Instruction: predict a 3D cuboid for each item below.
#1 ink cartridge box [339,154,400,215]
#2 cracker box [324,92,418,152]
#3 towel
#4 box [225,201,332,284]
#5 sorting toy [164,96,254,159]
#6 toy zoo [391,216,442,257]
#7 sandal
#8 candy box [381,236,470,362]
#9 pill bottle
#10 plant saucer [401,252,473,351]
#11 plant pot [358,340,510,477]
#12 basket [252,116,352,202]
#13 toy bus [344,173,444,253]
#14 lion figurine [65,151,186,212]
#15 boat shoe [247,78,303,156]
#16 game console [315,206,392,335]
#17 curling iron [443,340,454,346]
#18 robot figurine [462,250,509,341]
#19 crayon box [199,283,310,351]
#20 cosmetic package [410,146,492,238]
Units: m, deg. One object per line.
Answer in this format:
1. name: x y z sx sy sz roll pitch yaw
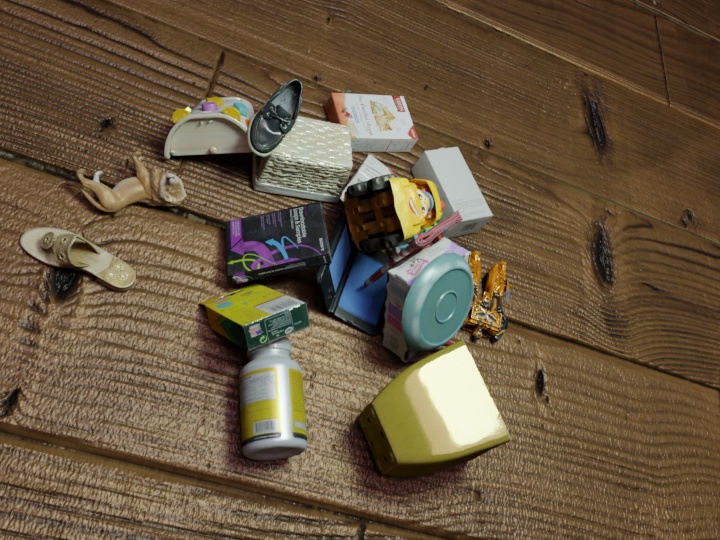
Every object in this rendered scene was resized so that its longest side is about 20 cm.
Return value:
1. ink cartridge box: 0.032 -0.172 1.441 0.116 0.068 0.200 36 24 -6
2. cracker box: 0.027 -0.357 1.609 0.200 0.058 0.134 -5 65 -26
3. towel: 0.102 -0.039 1.313 0.144 0.200 0.023 -33 85 -38
4. box: -0.162 -0.057 1.301 0.200 0.036 0.143 -12 51 -1
5. sorting toy: -0.304 -0.322 1.403 0.199 0.107 0.180 -3 35 1
6. toy zoo: 0.130 -0.049 1.480 0.131 0.020 0.200 3 52 -23
7. sandal: -0.499 -0.037 1.187 0.211 0.070 0.078 27 55 -8
8. candy box: 0.129 0.058 1.325 0.168 0.200 0.071 -30 49 -33
9. pill bottle: -0.155 0.221 1.166 0.112 0.112 0.200 4 61 -21
10. plant saucer: 0.155 0.065 1.257 0.200 0.200 0.027 -30 38 -34
11. plant pot: 0.113 0.274 1.215 0.200 0.196 0.195 -17 70 -21
12. basket: -0.124 -0.245 1.438 0.200 0.123 0.136 6 59 -19
13. toy bus: 0.089 -0.120 1.287 0.192 0.200 0.136 -14 94 -25
14. lion figurine: -0.449 -0.155 1.287 0.200 0.072 0.123 -25 87 -18
15. boat shoe: -0.163 -0.314 1.340 0.074 0.066 0.200 39 52 -15
16. game console: 0.000 0.000 1.362 0.116 0.176 0.200 9 54 15
17. curling iron: 0.150 0.150 1.329 0.200 0.026 0.050 30 62 -51
18. robot figurine: 0.270 0.060 1.476 0.145 0.058 0.200 19 56 -12
19. crayon box: -0.196 0.079 1.215 0.127 0.200 0.051 -20 111 -30
20. cosmetic package: 0.215 -0.186 1.577 0.107 0.085 0.200 -11 66 -29
